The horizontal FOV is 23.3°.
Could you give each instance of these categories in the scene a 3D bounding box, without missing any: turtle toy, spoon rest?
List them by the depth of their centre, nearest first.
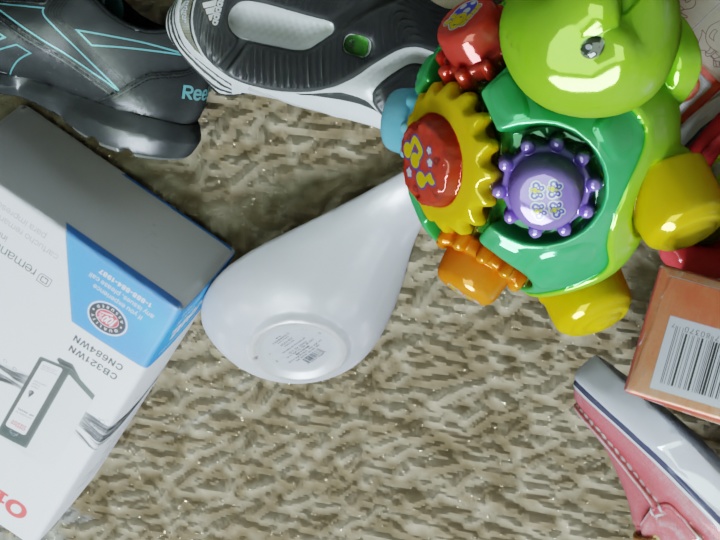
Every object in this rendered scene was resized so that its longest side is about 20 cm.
[{"bbox_3d":[0.075,-0.062,0.717,0.200,0.101,0.146,-52,54,52],"label":"turtle toy"},{"bbox_3d":[0.000,0.000,0.909,0.099,0.061,0.200,33,132,-32],"label":"spoon rest"}]

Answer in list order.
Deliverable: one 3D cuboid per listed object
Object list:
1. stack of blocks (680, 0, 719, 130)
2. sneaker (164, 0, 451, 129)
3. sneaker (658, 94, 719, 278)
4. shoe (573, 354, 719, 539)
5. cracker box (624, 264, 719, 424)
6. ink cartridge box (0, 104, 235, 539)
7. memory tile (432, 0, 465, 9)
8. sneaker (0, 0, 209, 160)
[{"bbox_3d":[0.159,-0.103,0.801,0.200,0.059,0.115,43,120,-5],"label":"stack of blocks"},{"bbox_3d":[-0.001,-0.105,0.857,0.200,0.115,0.076,17,92,-23],"label":"sneaker"},{"bbox_3d":[0.193,-0.069,0.723,0.077,0.085,0.200,33,121,-1],"label":"sneaker"},{"bbox_3d":[0.154,0.139,0.836,0.091,0.071,0.200,-45,76,8],"label":"shoe"},{"bbox_3d":[0.198,0.050,0.757,0.134,0.200,0.058,16,90,18],"label":"cracker box"},{"bbox_3d":[-0.185,0.034,0.974,0.146,0.084,0.200,34,120,0],"label":"ink cartridge box"},{"bbox_3d":[0.080,-0.217,0.752,0.200,0.017,0.154,-30,77,33],"label":"memory tile"},{"bbox_3d":[-0.168,-0.125,0.907,0.200,0.075,0.079,19,107,1],"label":"sneaker"}]
